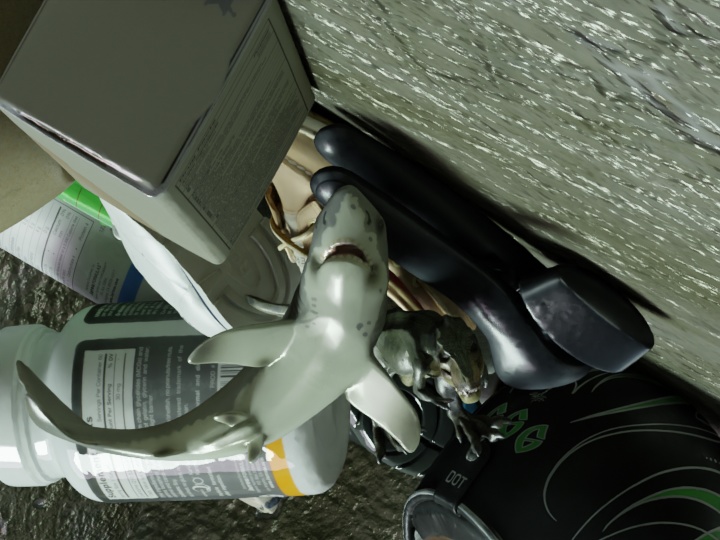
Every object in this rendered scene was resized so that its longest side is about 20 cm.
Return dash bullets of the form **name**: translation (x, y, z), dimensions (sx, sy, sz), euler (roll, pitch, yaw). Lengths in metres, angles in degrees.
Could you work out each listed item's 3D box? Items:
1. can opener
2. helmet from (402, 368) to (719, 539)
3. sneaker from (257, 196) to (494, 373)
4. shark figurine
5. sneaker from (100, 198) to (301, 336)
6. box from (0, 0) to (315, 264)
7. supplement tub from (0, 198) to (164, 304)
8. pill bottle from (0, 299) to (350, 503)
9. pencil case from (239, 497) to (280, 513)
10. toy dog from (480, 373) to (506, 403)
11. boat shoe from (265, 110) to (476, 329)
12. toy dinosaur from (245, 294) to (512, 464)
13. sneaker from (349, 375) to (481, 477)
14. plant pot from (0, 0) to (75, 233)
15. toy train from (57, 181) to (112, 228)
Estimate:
- **can opener**: translation (0.052, -0.009, 1.119), dimensions (0.199, 0.079, 0.064), euler (35, -148, -24)
- **helmet**: translation (0.141, 0.153, 1.412), dimensions (0.200, 0.190, 0.201), euler (44, 151, 31)
- **sneaker**: translation (0.000, 0.000, 1.272), dimensions (0.200, 0.070, 0.081), euler (34, 150, 20)
- **shark figurine**: translation (-0.055, 0.045, 1.115), dimensions (0.128, 0.214, 0.090), euler (51, -158, -25)
- **sneaker**: translation (-0.111, -0.043, 1.218), dimensions (0.080, 0.076, 0.201), euler (5, 130, 55)
- **box**: translation (-0.079, -0.071, 0.963), dimensions (0.077, 0.095, 0.200), euler (29, 174, 7)
- **supplement tub**: translation (-0.175, -0.062, 1.434), dimensions (0.199, 0.133, 0.132), euler (30, 176, 5)
- **pill bottle**: translation (-0.113, 0.075, 1.355), dimensions (0.198, 0.117, 0.116), euler (-3, 166, 15)
- **pencil case**: translation (-0.042, 0.069, 1.587), dimensions (0.078, 0.201, 0.089), euler (38, 177, -41)
- **toy dog**: translation (0.078, 0.077, 1.560), dimensions (0.131, 0.097, 0.200), euler (28, 175, 27)
- **boat shoe**: translation (-0.007, -0.024, 1.152), dimensions (0.199, 0.070, 0.074), euler (32, 175, -27)
- **toy dinosaur**: translation (0.020, 0.051, 1.144), dimensions (0.199, 0.047, 0.089), euler (8, 133, 57)
- **sneaker**: translation (-0.010, 0.064, 1.462), dimensions (0.199, 0.074, 0.082), euler (29, 180, -13)
- **plant pot**: translation (-0.191, -0.089, 1.044), dimensions (0.133, 0.202, 0.200), euler (5, 173, 4)
- **toy train**: translation (-0.172, -0.067, 1.337), dimensions (0.199, 0.057, 0.042), euler (30, -150, 11)
